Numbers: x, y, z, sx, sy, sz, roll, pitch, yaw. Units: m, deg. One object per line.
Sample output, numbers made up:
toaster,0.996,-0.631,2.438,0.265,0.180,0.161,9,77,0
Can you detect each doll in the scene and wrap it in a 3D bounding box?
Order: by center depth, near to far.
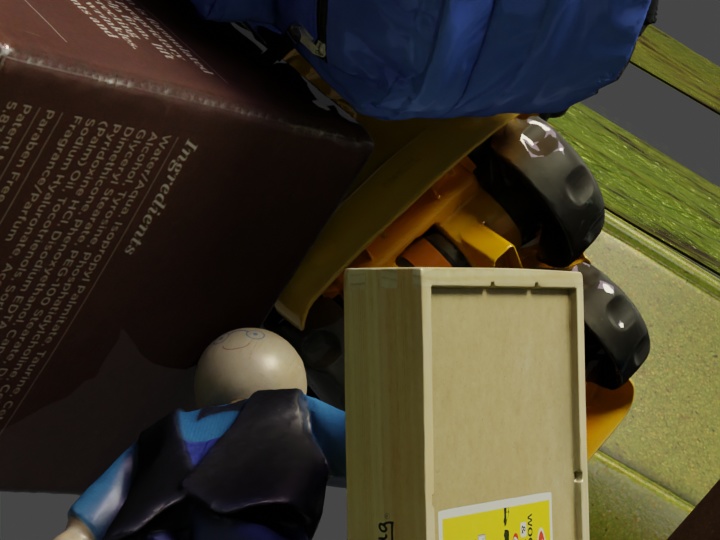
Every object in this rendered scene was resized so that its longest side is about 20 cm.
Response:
doll,-0.043,0.079,0.796,0.200,0.136,0.049,-79,149,-63

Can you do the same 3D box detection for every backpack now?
backpack,0.008,-0.139,0.874,0.167,0.163,0.200,-12,39,-28

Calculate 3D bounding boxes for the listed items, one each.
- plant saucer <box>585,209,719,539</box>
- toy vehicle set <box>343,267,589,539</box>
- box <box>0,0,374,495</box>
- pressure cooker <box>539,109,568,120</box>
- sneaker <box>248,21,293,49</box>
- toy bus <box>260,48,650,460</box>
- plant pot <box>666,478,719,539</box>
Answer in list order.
plant saucer,0.121,0.052,1.147,0.200,0.048,0.200,31,46,-11
toy vehicle set,0.036,0.099,0.776,0.026,0.201,0.124,-2,-3,27
box,-0.140,-0.036,0.854,0.166,0.164,0.200,42,17,31
pressure cooker,0.020,-0.141,1.464,0.179,0.176,0.200,58,7,-25
sneaker,-0.010,-0.072,1.099,0.200,0.075,0.079,50,31,-37
toy bus,0.000,0.000,1.016,0.192,0.136,0.200,34,-20,40
plant pot,0.200,0.134,0.951,0.200,0.198,0.200,31,16,-10
